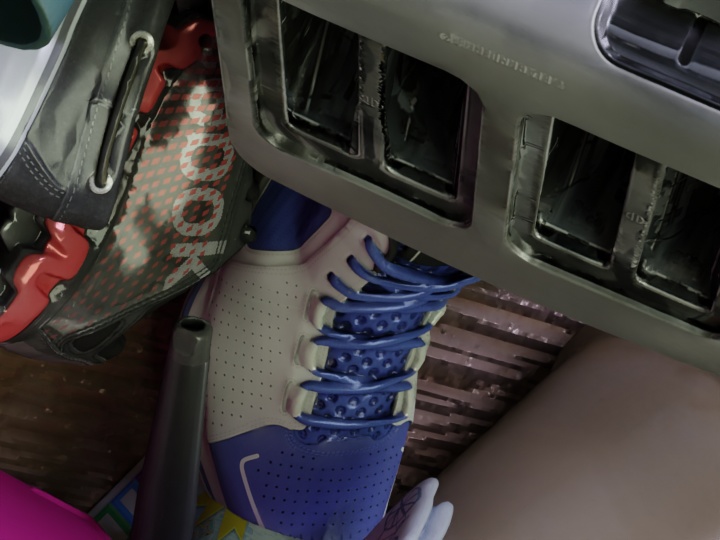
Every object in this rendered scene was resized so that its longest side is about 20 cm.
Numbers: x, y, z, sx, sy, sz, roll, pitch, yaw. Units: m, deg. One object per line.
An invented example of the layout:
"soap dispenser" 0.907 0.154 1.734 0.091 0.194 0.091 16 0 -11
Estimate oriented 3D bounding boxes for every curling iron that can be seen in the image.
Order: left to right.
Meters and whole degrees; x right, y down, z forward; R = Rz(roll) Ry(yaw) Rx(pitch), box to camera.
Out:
"curling iron" -0.060 0.100 0.920 0.049 0.026 0.201 -2 121 -6

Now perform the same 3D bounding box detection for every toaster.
"toaster" 0.059 -0.075 0.748 0.119 0.180 0.200 -62 171 -19

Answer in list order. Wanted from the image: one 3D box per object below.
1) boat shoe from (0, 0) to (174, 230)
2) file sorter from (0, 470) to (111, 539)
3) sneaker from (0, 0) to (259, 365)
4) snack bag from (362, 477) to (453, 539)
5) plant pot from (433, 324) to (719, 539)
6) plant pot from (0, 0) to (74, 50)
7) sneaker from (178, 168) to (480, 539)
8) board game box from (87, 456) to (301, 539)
"boat shoe" -0.054 -0.104 0.783 0.066 0.070 0.201 28 79 -13
"file sorter" -0.166 0.116 0.824 0.200 0.139 0.126 33 94 -34
"sneaker" -0.064 -0.052 0.863 0.098 0.071 0.201 34 90 -47
"snack bag" -0.051 0.171 0.844 0.021 0.189 0.200 39 117 -4
"plant pot" 0.088 0.126 0.964 0.173 0.200 0.201 -25 126 -26
"plant pot" -0.112 -0.181 0.686 0.161 0.200 0.201 -53 131 -11
"sneaker" 0.000 -0.001 0.881 0.080 0.115 0.200 2 102 -26
"board game box" -0.037 0.147 1.011 0.134 0.034 0.200 -45 130 -5
